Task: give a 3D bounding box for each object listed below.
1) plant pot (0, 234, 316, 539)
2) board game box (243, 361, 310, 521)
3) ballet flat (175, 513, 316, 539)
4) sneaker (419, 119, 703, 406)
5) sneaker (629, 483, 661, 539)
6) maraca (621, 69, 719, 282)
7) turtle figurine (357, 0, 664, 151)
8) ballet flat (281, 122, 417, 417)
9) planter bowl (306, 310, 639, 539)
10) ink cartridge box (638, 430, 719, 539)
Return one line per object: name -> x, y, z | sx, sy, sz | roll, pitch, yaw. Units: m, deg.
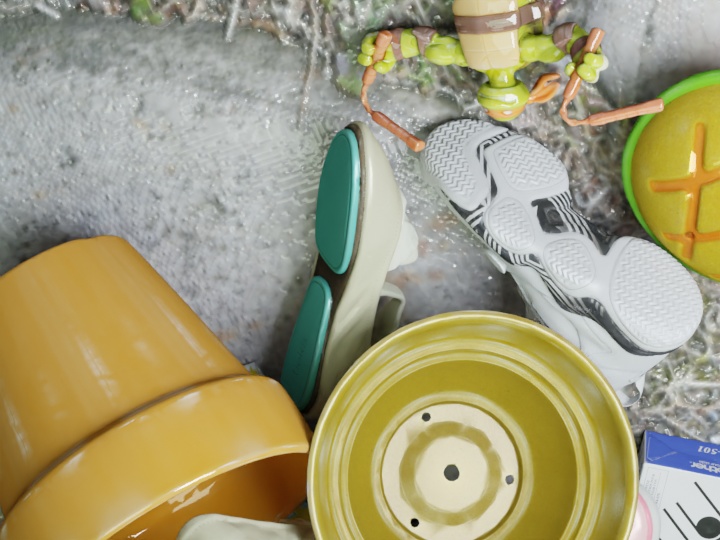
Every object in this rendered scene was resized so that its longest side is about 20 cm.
plant pot -> -0.150, 0.087, 1.616 | 0.200, 0.200, 0.184 | -39, 70, 21
board game box -> -0.100, 0.174, 1.724 | 0.200, 0.034, 0.135 | -43, 81, 22
ballet flat -> -0.046, 0.173, 1.606 | 0.069, 0.200, 0.070 | -5, 80, 28
sneaker -> 0.108, 0.002, 1.618 | 0.200, 0.075, 0.115 | 38, 145, 13
sneaker -> 0.093, 0.200, 1.669 | 0.200, 0.105, 0.076 | -34, 78, 18
maraca -> 0.248, -0.041, 1.572 | 0.200, 0.107, 0.137 | 31, 123, -11
turtle figurine -> 0.084, -0.153, 1.547 | 0.199, 0.064, 0.162 | 4, 113, 33
ballet flat -> 0.000, 0.000, 1.639 | 0.069, 0.070, 0.201 | 13, 119, -2
planter bowl -> 0.061, 0.124, 1.611 | 0.199, 0.083, 0.201 | 0, 90, -9
ink cartridge box -> 0.208, 0.207, 1.738 | 0.094, 0.044, 0.201 | 11, 118, 1
